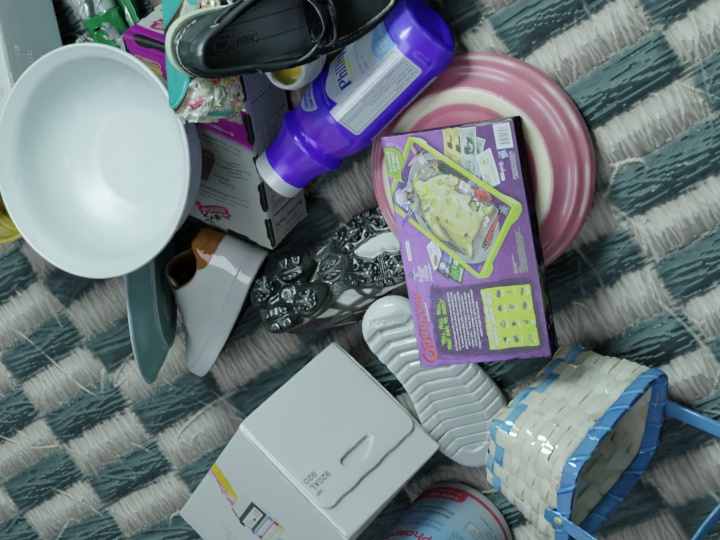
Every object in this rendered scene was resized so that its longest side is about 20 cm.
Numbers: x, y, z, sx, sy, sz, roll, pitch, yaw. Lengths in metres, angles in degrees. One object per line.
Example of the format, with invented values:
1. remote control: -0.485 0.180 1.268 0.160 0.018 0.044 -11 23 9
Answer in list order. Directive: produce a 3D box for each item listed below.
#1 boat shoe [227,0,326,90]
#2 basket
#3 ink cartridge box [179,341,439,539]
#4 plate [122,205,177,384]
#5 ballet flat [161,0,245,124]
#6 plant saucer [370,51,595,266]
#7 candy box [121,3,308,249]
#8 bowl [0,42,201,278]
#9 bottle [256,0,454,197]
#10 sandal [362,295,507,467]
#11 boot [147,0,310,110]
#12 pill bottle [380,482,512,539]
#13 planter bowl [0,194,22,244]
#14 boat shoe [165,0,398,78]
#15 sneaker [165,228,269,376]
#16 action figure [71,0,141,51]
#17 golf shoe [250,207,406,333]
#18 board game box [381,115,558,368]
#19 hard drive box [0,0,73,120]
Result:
1. boat shoe: -0.087 -0.240 1.412 0.074 0.086 0.202 -14 105 13
2. basket: 0.222 0.164 1.481 0.200 0.176 0.139 28 141 33
3. ink cartridge box: -0.050 0.197 1.641 0.145 0.147 0.200 44 143 6
4. plate: -0.196 0.007 1.645 0.025 0.200 0.201 -5 114 2
5. ballet flat: -0.131 -0.203 1.450 0.076 0.064 0.200 -45 43 49
6. plant saucer: 0.097 -0.083 1.474 0.200 0.051 0.201 6 106 21
7. candy box: -0.128 -0.129 1.565 0.136 0.061 0.200 21 138 30
8. bowl: -0.213 -0.098 1.518 0.201 0.090 0.202 4 99 24
9. bottle: -0.008 -0.143 1.469 0.065 0.084 0.200 35 117 -26
10. sandal: 0.077 0.095 1.603 0.082 0.050 0.203 -26 116 17
11. boot: -0.095 -0.240 1.525 0.200 0.064 0.186 45 141 7
12. pill bottle: 0.056 0.291 1.620 0.109 0.200 0.109 13 120 24
13. planter bowl: -0.305 -0.119 1.680 0.200 0.083 0.201 -10 76 43
14. boat shoe: -0.051 -0.195 1.362 0.066 0.199 0.075 -147 46 -64
15. sneaker: -0.150 0.024 1.669 0.085 0.073 0.200 27 139 0
16. action figure: -0.231 -0.222 1.616 0.118 0.055 0.200 -9 112 55
17. golf shoe: 0.000 0.000 1.595 0.200 0.094 0.078 -22 71 14
18. board game box: 0.091 -0.022 1.448 0.120 0.032 0.201 -6 99 20
19. hard drive box: -0.355 -0.192 1.630 0.156 0.077 0.200 -34 60 34
